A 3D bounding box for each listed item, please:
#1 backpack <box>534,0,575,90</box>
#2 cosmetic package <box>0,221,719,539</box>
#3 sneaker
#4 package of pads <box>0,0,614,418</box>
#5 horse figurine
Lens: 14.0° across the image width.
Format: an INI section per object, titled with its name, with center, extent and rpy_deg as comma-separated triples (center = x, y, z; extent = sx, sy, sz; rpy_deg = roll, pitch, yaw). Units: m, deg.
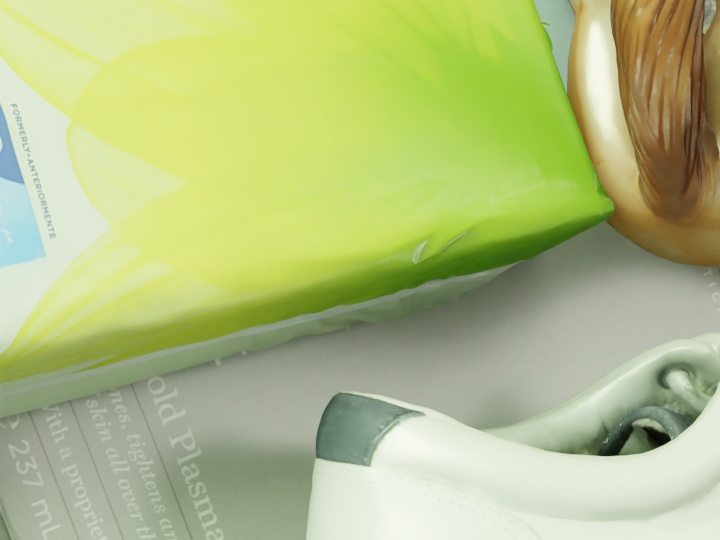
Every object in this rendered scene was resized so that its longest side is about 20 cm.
[backpack]
center = 0.000, 0.000, 0.773
extent = 0.200, 0.153, 0.176
rpy_deg = -81, 154, -49
[cosmetic package]
center = -0.001, 0.046, 0.606
extent = 0.090, 0.200, 0.107
rpy_deg = -19, -87, 58
[sneaker]
center = 0.080, 0.048, 0.560
extent = 0.073, 0.200, 0.071
rpy_deg = 8, -82, 57
[package of pads]
center = -0.069, -0.054, 0.508
extent = 0.200, 0.068, 0.155
rpy_deg = -13, 79, -34
[horse figurine]
center = 0.078, -0.048, 0.578
extent = 0.200, 0.050, 0.133
rpy_deg = -16, 100, -67
